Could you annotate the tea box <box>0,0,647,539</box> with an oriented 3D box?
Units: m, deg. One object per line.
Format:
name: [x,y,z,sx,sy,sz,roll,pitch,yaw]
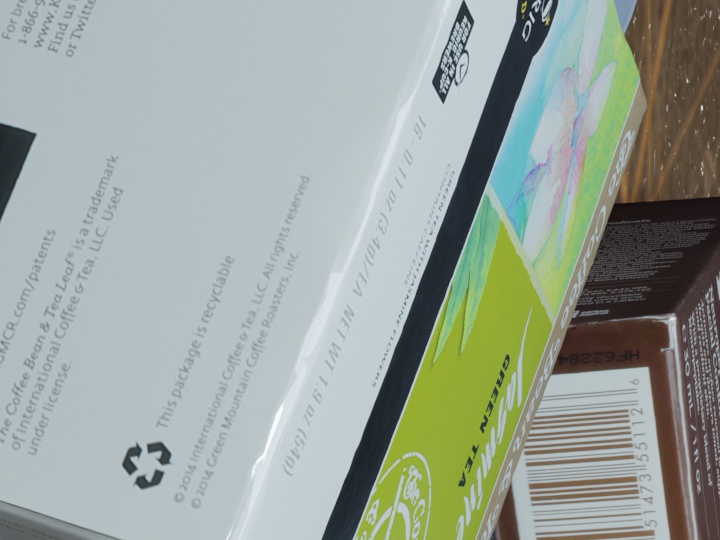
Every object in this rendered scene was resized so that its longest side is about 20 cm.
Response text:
tea box: [-0.031,-0.008,0.741,0.197,0.133,0.201,56,53,-67]

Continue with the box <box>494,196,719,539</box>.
box: [0.100,0.042,1.046,0.200,0.074,0.101,-44,127,-70]

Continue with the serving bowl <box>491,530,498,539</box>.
serving bowl: [0.000,0.000,0.960,0.200,0.065,0.201,-4,90,-74]

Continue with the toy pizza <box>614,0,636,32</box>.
toy pizza: [0.044,-0.154,1.082,0.200,0.032,0.202,7,81,-53]
